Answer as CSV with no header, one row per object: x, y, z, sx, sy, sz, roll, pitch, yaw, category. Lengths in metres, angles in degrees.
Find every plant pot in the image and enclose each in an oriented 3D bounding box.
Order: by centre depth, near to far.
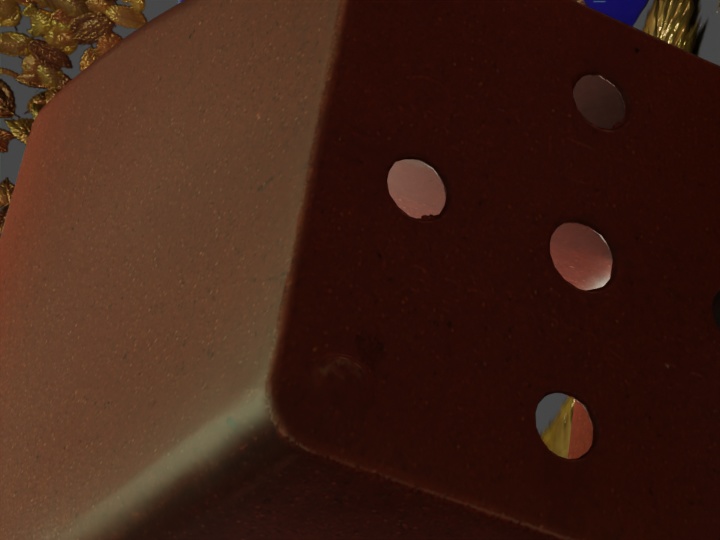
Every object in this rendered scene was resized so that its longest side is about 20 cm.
0.012,0.031,0.483,0.176,0.199,0.201,-42,32,55,plant pot

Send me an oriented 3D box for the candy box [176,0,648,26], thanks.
0.029,-0.139,0.698,0.200,0.168,0.077,119,160,-58,candy box
